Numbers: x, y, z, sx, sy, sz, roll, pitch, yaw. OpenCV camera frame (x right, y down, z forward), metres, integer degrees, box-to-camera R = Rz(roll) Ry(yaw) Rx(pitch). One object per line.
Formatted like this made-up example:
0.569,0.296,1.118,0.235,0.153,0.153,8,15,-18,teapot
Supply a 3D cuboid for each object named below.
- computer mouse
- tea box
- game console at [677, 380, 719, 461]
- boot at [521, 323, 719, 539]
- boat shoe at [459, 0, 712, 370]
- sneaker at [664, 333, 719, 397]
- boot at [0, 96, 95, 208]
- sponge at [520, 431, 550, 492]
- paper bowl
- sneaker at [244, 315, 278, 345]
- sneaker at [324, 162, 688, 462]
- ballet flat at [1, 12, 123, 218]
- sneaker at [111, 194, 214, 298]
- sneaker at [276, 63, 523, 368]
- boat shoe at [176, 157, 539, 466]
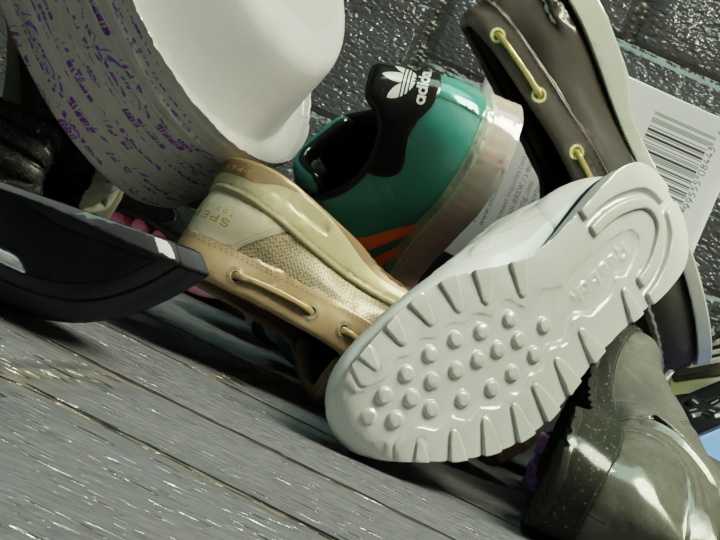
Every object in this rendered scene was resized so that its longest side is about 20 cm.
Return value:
-0.157,-0.017,1.000,0.199,0.046,0.140,19,-2,0,computer mouse
0.101,-0.006,1.325,0.133,0.201,0.197,24,3,5,tea box
0.235,0.039,1.152,0.171,0.119,0.200,-19,25,-27,game console
0.144,0.096,1.084,0.130,0.068,0.200,27,19,2,boot
0.106,-0.040,1.178,0.072,0.060,0.202,-154,-139,-77,boat shoe
0.190,0.107,1.512,0.200,0.076,0.116,-13,-69,54,sneaker
-0.197,-0.069,1.191,0.157,0.080,0.211,19,10,1,boot
0.179,0.133,1.158,0.199,0.030,0.111,26,3,34,sponge
-0.080,-0.138,1.147,0.104,0.202,0.200,-20,-16,21,paper bowl
0.000,0.000,1.360,0.075,0.087,0.200,61,15,7,sneaker
0.053,0.023,1.071,0.199,0.077,0.080,-31,16,-35,sneaker
-0.145,-0.077,1.239,0.069,0.069,0.201,26,-42,28,ballet flat
-0.124,-0.064,1.421,0.199,0.096,0.079,24,39,26,sneaker
-0.003,-0.027,1.179,0.080,0.200,0.072,25,44,-12,sneaker
-0.003,0.034,1.127,0.200,0.065,0.071,40,-18,-22,boat shoe
